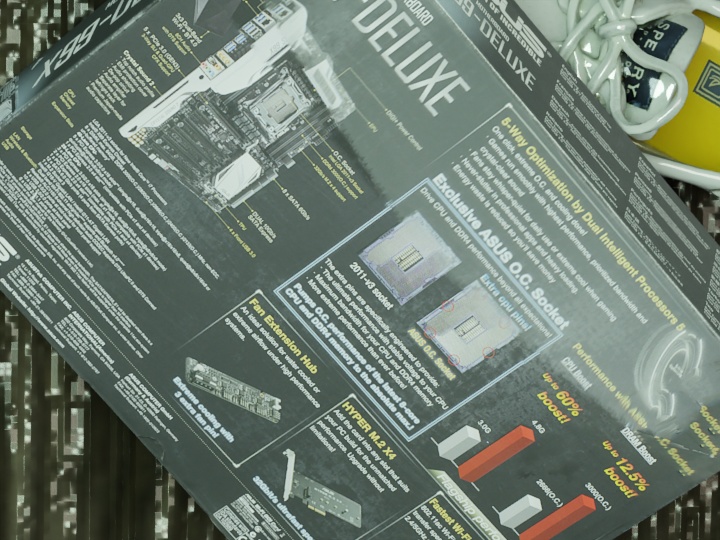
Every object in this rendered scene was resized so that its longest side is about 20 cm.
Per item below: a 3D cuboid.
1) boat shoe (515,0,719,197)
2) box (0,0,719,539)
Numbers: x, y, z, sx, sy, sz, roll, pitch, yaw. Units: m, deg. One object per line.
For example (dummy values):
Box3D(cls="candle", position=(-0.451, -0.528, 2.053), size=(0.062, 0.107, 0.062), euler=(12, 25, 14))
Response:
Box3D(cls="boat shoe", position=(0.074, -0.061, 0.860), size=(0.201, 0.086, 0.075), euler=(26, 91, -14))
Box3D(cls="box", position=(0.000, 0.000, 0.833), size=(0.157, 0.050, 0.200), euler=(-36, 104, 25))
